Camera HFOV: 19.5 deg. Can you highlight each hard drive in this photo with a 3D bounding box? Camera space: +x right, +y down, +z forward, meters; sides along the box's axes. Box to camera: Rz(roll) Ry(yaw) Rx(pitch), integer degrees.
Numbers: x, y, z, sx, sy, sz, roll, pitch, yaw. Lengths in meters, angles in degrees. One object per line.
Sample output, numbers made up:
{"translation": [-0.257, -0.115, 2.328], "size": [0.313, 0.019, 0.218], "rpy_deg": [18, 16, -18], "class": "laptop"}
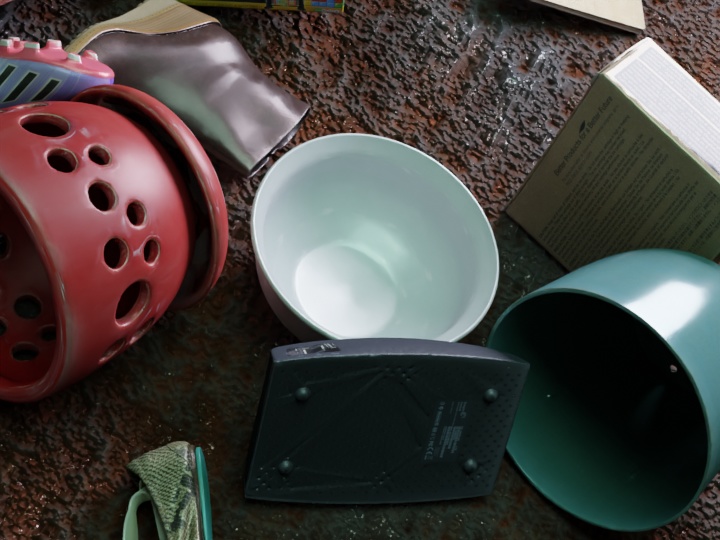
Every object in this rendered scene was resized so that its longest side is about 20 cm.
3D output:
{"translation": [0.016, 0.109, 1.543], "size": [0.199, 0.135, 0.042], "rpy_deg": [1, 31, -21], "class": "hard drive"}

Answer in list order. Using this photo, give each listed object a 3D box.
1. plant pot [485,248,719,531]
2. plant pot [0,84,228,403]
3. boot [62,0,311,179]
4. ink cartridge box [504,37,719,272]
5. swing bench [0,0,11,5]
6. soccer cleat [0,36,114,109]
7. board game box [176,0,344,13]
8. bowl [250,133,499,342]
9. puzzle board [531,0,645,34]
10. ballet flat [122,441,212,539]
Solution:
{"translation": [0.220, 0.074, 1.607], "size": [0.201, 0.201, 0.161], "rpy_deg": [46, 45, 11], "class": "plant pot"}
{"translation": [-0.211, -0.032, 1.500], "size": [0.182, 0.201, 0.201], "rpy_deg": [-32, 74, -39], "class": "plant pot"}
{"translation": [-0.151, -0.130, 1.662], "size": [0.166, 0.072, 0.200], "rpy_deg": [39, 50, 9], "class": "boot"}
{"translation": [0.230, -0.063, 1.689], "size": [0.165, 0.200, 0.075], "rpy_deg": [45, 54, 10], "class": "ink cartridge box"}
{"translation": [-0.308, -0.283, 1.631], "size": [0.200, 0.130, 0.199], "rpy_deg": [45, 31, 7], "class": "swing bench"}
{"translation": [-0.283, -0.140, 1.585], "size": [0.199, 0.077, 0.067], "rpy_deg": [8, 9, 10], "class": "soccer cleat"}
{"translation": [-0.091, -0.317, 1.792], "size": [0.165, 0.057, 0.201], "rpy_deg": [3, 57, -2], "class": "board game box"}
{"translation": [0.000, 0.000, 1.626], "size": [0.200, 0.090, 0.202], "rpy_deg": [10, 55, -15], "class": "bowl"}
{"translation": [0.187, -0.319, 1.930], "size": [0.150, 0.017, 0.201], "rpy_deg": [12, 58, -28], "class": "puzzle board"}
{"translation": [-0.126, 0.214, 1.465], "size": [0.075, 0.068, 0.201], "rpy_deg": [-16, 58, -5], "class": "ballet flat"}
